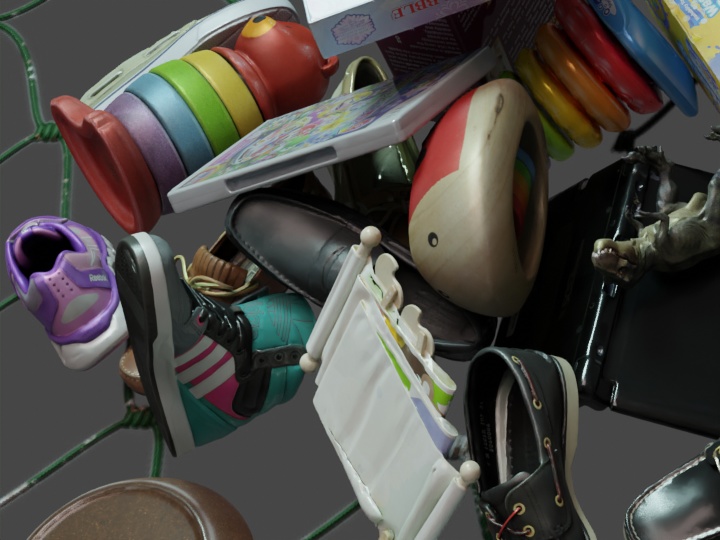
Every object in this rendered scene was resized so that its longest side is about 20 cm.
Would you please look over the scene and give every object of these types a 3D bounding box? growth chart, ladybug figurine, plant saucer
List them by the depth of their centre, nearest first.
[{"bbox_3d":[0.016,0.085,1.531,0.018,0.145,0.201,-1,53,-33],"label":"growth chart"},{"bbox_3d":[0.077,-0.049,1.584,0.071,0.137,0.200,-3,30,16],"label":"ladybug figurine"},{"bbox_3d":[-0.165,0.215,1.602,0.199,0.035,0.201,-15,48,16],"label":"plant saucer"}]

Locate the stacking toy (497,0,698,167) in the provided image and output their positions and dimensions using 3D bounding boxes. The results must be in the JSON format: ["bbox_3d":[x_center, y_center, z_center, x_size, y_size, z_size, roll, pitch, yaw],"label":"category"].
[{"bbox_3d":[0.126,-0.110,1.701,0.200,0.110,0.116,-40,46,11],"label":"stacking toy"}]

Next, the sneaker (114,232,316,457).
[{"bbox_3d":[-0.090,0.036,1.615,0.120,0.201,0.084,-21,51,-12],"label":"sneaker"}]

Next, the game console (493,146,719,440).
[{"bbox_3d":[0.185,0.033,1.587,0.176,0.116,0.201,-29,34,47],"label":"game console"}]

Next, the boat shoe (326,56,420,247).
[{"bbox_3d":[0.019,-0.064,1.706,0.073,0.063,0.202,1,46,-17],"label":"boat shoe"}]

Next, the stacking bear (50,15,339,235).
[{"bbox_3d":[-0.112,-0.121,1.815,0.199,0.114,0.121,-32,24,-17],"label":"stacking bear"}]

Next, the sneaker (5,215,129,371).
[{"bbox_3d":[-0.225,-0.006,1.770,0.080,0.089,0.200,-40,29,-3],"label":"sneaker"}]

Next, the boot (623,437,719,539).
[{"bbox_3d":[0.234,0.094,1.409,0.199,0.151,0.074,-23,55,5],"label":"boot"}]

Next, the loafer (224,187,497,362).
[{"bbox_3d":[0.000,0.000,1.612,0.200,0.070,0.068,27,95,5],"label":"loafer"}]

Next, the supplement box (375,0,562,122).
[{"bbox_3d":[0.063,-0.206,1.729,0.085,0.200,0.111,13,59,32],"label":"supplement box"}]

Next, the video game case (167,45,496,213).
[{"bbox_3d":[-0.020,-0.095,1.642,0.199,0.018,0.143,-16,15,36],"label":"video game case"}]

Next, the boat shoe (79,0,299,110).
[{"bbox_3d":[-0.141,-0.161,1.890,0.199,0.072,0.062,-32,47,3],"label":"boat shoe"}]

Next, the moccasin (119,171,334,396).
[{"bbox_3d":[-0.095,0.008,1.713,0.201,0.078,0.074,-42,45,-11],"label":"moccasin"}]

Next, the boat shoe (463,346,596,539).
[{"bbox_3d":[0.100,0.144,1.467,0.073,0.063,0.203,-27,60,45],"label":"boat shoe"}]

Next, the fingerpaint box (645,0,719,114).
[{"bbox_3d":[0.302,-0.184,1.674,0.166,0.074,0.201,-28,44,2],"label":"fingerpaint box"}]

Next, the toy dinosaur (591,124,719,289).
[{"bbox_3d":[0.221,-0.045,1.552,0.199,0.047,0.089,-14,79,-22],"label":"toy dinosaur"}]

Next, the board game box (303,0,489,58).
[{"bbox_3d":[0.042,-0.255,1.612,0.198,0.041,0.201,-18,52,4],"label":"board game box"}]
